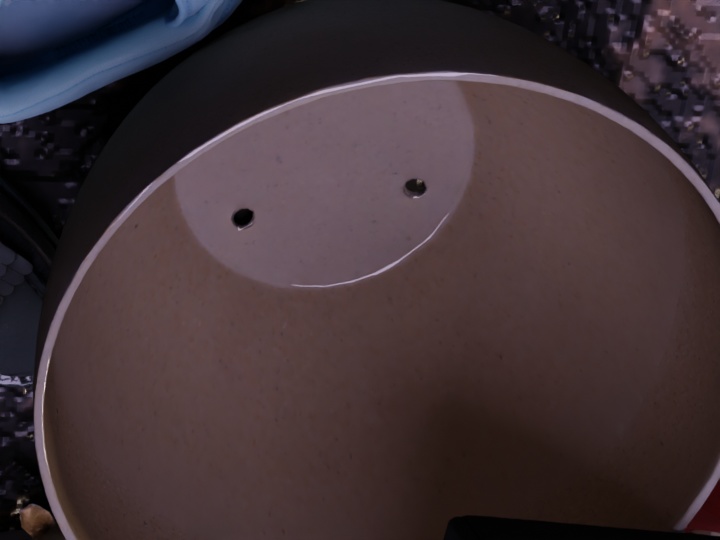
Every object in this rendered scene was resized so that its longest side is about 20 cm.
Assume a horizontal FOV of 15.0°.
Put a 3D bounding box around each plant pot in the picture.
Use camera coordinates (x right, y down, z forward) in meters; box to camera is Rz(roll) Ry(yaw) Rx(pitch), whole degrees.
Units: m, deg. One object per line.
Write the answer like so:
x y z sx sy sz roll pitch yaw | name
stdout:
0.000 0.000 0.794 0.199 0.135 0.201 -6 123 -9 | plant pot

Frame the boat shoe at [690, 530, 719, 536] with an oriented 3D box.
0.168 0.137 0.961 0.072 0.072 0.200 -22 118 3 | boat shoe

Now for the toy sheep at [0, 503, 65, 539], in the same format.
-0.103 0.161 0.878 0.138 0.138 0.200 21 107 -23 | toy sheep

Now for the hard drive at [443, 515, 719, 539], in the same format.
0.068 0.172 0.796 0.139 0.033 0.201 6 109 -22 | hard drive

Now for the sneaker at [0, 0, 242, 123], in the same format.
-0.036 -0.102 0.752 0.200 0.082 0.074 -36 123 12 | sneaker

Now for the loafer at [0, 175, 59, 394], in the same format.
-0.160 -0.016 0.792 0.072 0.063 0.200 -42 121 16 | loafer

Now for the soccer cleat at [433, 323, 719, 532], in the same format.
0.118 0.048 0.862 0.077 0.199 0.067 -61 154 -21 | soccer cleat
